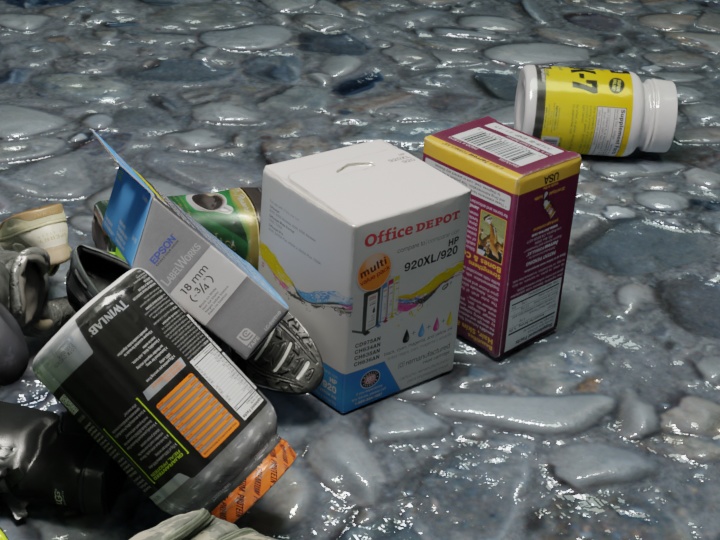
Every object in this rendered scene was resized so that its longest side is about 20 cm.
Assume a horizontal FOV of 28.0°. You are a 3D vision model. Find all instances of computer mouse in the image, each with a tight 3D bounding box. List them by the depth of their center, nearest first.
[{"bbox_3d":[-0.348,0.016,1.213,0.059,0.200,0.034,-46,21,-24],"label":"computer mouse"}]

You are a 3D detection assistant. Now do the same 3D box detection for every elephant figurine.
[{"bbox_3d":[-0.343,0.022,1.334,0.141,0.155,0.200,40,46,-4],"label":"elephant figurine"}]

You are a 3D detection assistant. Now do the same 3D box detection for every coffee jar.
[{"bbox_3d":[-0.180,-0.035,1.539,0.199,0.086,0.104,-7,27,-18],"label":"coffee jar"}]

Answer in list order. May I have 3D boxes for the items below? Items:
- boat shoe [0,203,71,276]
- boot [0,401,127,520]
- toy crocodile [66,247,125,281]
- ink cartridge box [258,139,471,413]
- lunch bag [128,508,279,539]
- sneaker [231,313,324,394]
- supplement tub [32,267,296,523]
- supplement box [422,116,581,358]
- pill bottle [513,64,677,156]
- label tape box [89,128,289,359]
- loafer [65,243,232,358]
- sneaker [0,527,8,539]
[{"bbox_3d":[-0.340,-0.020,1.469,0.072,0.065,0.200,-19,2,-28],"label":"boat shoe"},{"bbox_3d":[-0.269,0.134,1.230,0.162,0.074,0.198,7,30,8],"label":"boot"},{"bbox_3d":[-0.192,0.013,1.441,0.199,0.068,0.062,10,32,-22],"label":"toy crocodile"},{"bbox_3d":[0.000,0.000,1.377,0.147,0.200,0.145,-18,35,-35],"label":"ink cartridge box"},{"bbox_3d":[-0.145,0.252,0.969,0.167,0.140,0.200,8,23,42],"label":"lunch bag"},{"bbox_3d":[-0.105,0.066,1.367,0.200,0.079,0.074,24,77,38],"label":"sneaker"},{"bbox_3d":[-0.152,0.107,1.145,0.200,0.123,0.123,48,35,-2],"label":"supplement tub"},{"bbox_3d":[0.134,-0.036,1.462,0.103,0.200,0.131,-21,37,-39],"label":"supplement box"},{"bbox_3d":[0.308,-0.209,1.904,0.199,0.115,0.114,3,28,-3],"label":"pill bottle"},{"bbox_3d":[-0.168,-0.024,1.249,0.200,0.063,0.144,41,-1,-25],"label":"label tape box"},{"bbox_3d":[-0.200,0.036,1.330,0.200,0.071,0.068,27,45,32],"label":"loafer"},{"bbox_3d":[-0.296,0.226,1.074,0.084,0.074,0.200,-39,49,-15],"label":"sneaker"}]
